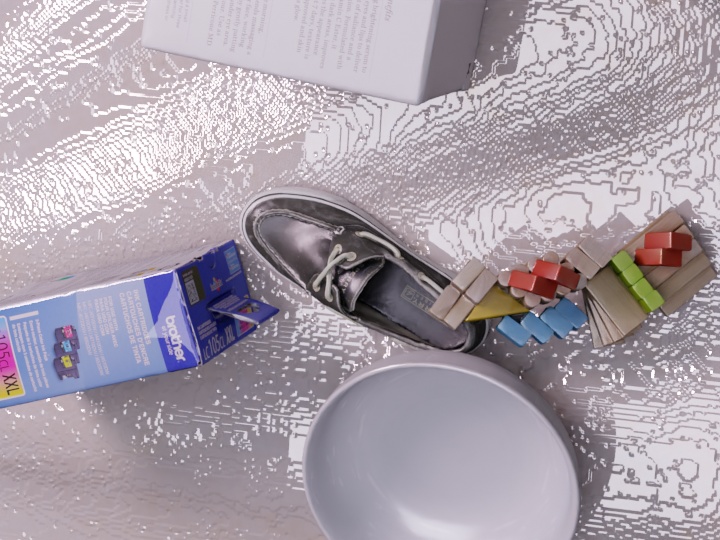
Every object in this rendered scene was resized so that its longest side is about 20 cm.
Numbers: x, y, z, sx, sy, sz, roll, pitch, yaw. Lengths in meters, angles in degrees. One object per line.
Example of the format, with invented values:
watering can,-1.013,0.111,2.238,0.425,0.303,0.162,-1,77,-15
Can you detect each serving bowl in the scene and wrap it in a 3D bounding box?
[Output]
serving bowl,0.062,0.136,1.725,0.200,0.066,0.200,7,120,13

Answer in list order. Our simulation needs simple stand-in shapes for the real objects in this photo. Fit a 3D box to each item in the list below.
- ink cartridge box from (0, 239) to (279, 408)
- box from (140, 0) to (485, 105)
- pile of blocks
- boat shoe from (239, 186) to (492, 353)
ink cartridge box,-0.162,0.034,1.748,0.200,0.136,0.076,-14,96,17
box,-0.026,-0.188,1.667,0.200,0.152,0.106,12,101,13
pile of blocks,0.147,0.015,1.667,0.200,0.062,0.082,-14,86,-1
boat shoe,0.000,0.000,1.735,0.200,0.064,0.071,26,104,10
